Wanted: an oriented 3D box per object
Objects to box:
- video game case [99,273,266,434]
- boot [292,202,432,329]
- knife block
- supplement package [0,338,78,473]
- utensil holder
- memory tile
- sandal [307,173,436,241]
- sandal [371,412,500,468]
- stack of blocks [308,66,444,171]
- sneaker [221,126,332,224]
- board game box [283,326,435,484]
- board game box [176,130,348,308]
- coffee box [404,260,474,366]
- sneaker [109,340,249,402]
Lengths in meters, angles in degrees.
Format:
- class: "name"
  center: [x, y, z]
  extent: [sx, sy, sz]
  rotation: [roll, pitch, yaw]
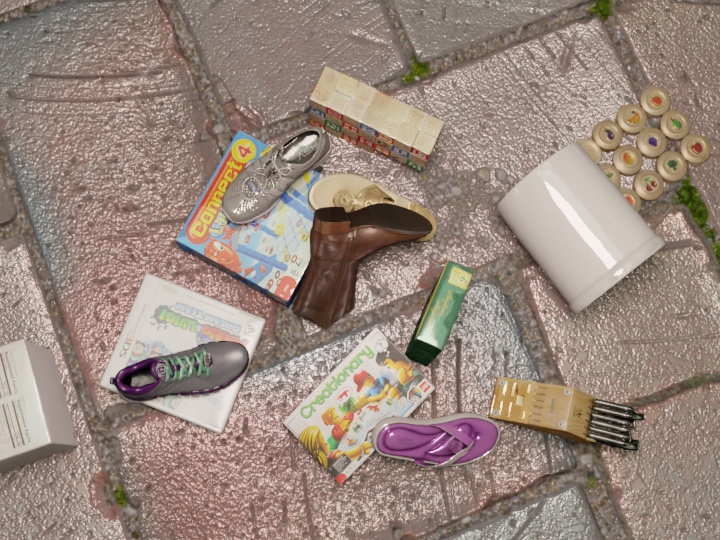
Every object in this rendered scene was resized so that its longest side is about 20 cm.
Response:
- class: "video game case"
  center: [-0.265, 0.124, 1.475]
  extent: [0.198, 0.024, 0.184]
  rotation: [21, 79, 2]
- class: "boot"
  center: [0.000, 0.000, 1.452]
  extent: [0.184, 0.202, 0.065]
  rotation: [3, 37, -12]
- class: "knife block"
  center: [0.316, 0.220, 1.468]
  extent: [0.199, 0.175, 0.065]
  rotation: [3, 73, 44]
- class: "supplement package"
  center: [-0.530, 0.207, 1.384]
  extent: [0.198, 0.152, 0.152]
  rotation: [-18, 80, -5]
- class: "utensil holder"
  center: [0.325, -0.065, 1.462]
  extent: [0.169, 0.170, 0.201]
  rotation: [-35, 80, -8]
- class: "memory tile"
  center: [0.446, -0.190, 1.565]
  extent: [0.199, 0.017, 0.154]
  rotation: [-37, 82, -8]
- class: "sandal"
  center: [0.030, -0.096, 1.468]
  extent: [0.210, 0.070, 0.079]
  rotation: [18, 84, -21]
- class: "sandal"
  center: [0.114, 0.255, 1.427]
  extent: [0.200, 0.050, 0.083]
  rotation: [1, 108, -17]
- class: "stack of blocks"
  center: [0.022, -0.227, 1.506]
  extent: [0.198, 0.115, 0.059]
  rotation: [25, 79, 2]
- class: "sneaker"
  center: [-0.128, -0.151, 1.445]
  extent: [0.200, 0.082, 0.075]
  rotation: [-43, 83, -9]
- class: "board game box"
  center: [-0.002, 0.198, 1.449]
  extent: [0.126, 0.035, 0.200]
  rotation: [44, 91, 7]
- class: "board game box"
  center: [-0.147, -0.079, 1.502]
  extent: [0.194, 0.056, 0.201]
  rotation: [27, 79, 3]
- class: "coffee box"
  center: [0.110, 0.065, 1.410]
  extent: [0.044, 0.200, 0.124]
  rotation: [24, 79, 3]
- class: "sneaker"
  center: [-0.258, 0.148, 1.414]
  extent: [0.198, 0.088, 0.075]
  rotation: [-16, 80, -4]
